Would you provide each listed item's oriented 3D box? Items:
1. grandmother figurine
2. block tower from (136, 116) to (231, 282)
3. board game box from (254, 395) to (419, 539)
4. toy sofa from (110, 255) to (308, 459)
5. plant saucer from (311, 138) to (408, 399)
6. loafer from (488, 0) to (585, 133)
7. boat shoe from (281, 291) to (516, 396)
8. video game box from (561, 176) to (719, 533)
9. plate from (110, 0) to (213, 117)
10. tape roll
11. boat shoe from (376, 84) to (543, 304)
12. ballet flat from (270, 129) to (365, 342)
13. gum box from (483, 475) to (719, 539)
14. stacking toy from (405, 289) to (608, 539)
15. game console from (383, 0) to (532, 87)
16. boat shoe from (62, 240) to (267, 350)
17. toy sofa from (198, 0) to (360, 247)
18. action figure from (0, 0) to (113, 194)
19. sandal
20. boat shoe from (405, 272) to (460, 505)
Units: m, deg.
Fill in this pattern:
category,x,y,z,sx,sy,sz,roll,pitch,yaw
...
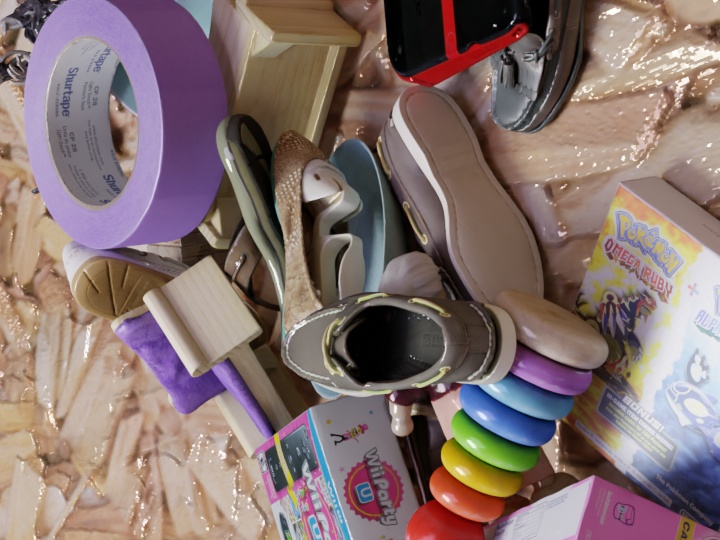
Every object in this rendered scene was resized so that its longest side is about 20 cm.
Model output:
category,x,y,z,sx,sy,sz,roll,pitch,yaw
grandmother figurine,0.069,0.081,1.381,0.121,0.061,0.200,-28,88,16
block tower,-0.153,-0.075,1.687,0.058,0.054,0.200,5,101,50
board game box,-0.015,0.183,1.517,0.200,0.064,0.148,138,115,-68
toy sofa,-0.116,0.081,1.563,0.083,0.097,0.200,54,174,27
plant saucer,0.000,0.000,1.502,0.201,0.039,0.201,-174,90,-70
loafer,0.120,-0.185,1.341,0.072,0.063,0.200,40,125,36
boat shoe,0.012,0.048,1.309,0.201,0.060,0.072,-4,83,47
video game box,0.221,0.065,1.286,0.200,0.047,0.183,41,124,37
plate,-0.134,-0.212,1.613,0.200,0.026,0.201,2,97,18
tape roll,-0.189,-0.119,1.554,0.200,0.066,0.201,11,105,48
boat shoe,0.070,-0.037,1.424,0.200,0.072,0.060,64,146,17
ballet flat,-0.024,-0.024,1.450,0.065,0.070,0.200,-27,57,35
gum box,0.151,0.206,1.294,0.200,0.113,0.066,-41,27,63
stacking toy,0.086,0.117,1.313,0.085,0.085,0.200,36,105,39
game console,0.066,-0.242,1.379,0.177,0.031,0.200,-18,74,59
boat shoe,-0.162,0.019,1.625,0.071,0.200,0.069,-52,40,11
toy sofa,-0.079,-0.123,1.556,0.098,0.083,0.200,47,129,47
action figure,-0.295,-0.177,1.799,0.119,0.102,0.200,-23,81,61
sandal,-0.081,-0.025,1.501,0.057,0.080,0.201,-13,112,12
boat shoe,0.060,0.096,1.441,0.072,0.072,0.200,-1,96,25
